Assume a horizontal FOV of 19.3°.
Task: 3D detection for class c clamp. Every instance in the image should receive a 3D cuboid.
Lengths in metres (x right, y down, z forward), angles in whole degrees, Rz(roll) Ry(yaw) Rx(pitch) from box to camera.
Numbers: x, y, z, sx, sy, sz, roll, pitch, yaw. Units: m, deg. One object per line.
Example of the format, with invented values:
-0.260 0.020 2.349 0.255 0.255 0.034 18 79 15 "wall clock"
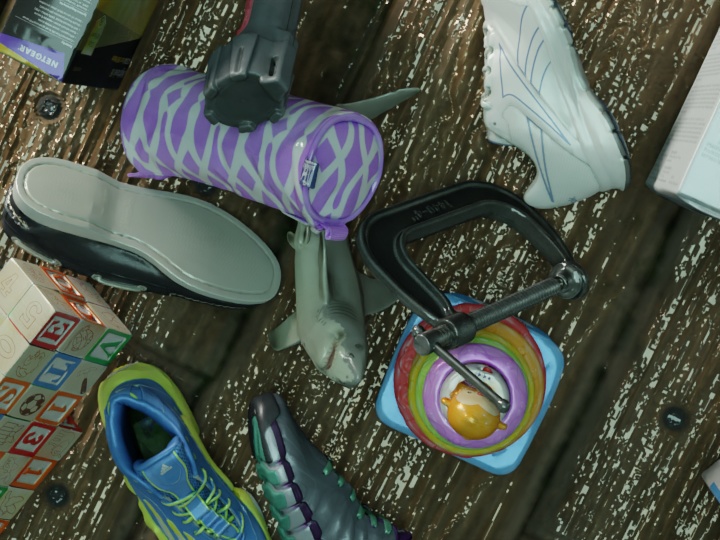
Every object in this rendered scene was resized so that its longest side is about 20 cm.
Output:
0.084 0.009 1.418 0.171 0.200 0.027 40 129 19 "c clamp"

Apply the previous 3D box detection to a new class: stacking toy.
0.074 0.083 1.415 0.116 0.200 0.110 24 95 1 "stacking toy"

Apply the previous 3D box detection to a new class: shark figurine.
-0.005 -0.015 1.487 0.089 0.128 0.215 8 76 -23 "shark figurine"

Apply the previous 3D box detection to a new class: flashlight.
-0.069 -0.173 1.410 0.068 0.200 0.068 10 137 0 "flashlight"

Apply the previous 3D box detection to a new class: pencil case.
-0.074 -0.082 1.425 0.200 0.084 0.086 20 109 41 "pencil case"

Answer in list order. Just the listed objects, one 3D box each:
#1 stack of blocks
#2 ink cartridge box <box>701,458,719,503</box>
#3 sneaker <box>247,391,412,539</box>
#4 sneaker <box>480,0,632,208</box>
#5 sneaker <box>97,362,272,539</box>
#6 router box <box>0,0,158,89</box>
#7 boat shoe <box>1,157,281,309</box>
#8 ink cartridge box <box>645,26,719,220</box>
-0.248 0.095 1.456 0.200 0.115 0.059 -51 59 11 "stack of blocks"
0.348 0.187 1.446 0.125 0.129 0.200 -39 91 5 "ink cartridge box"
-0.016 0.171 1.499 0.087 0.074 0.201 -20 102 -10 "sneaker"
0.115 -0.134 1.465 0.087 0.075 0.200 -25 92 9 "sneaker"
-0.127 0.160 1.476 0.076 0.105 0.200 -34 91 4 "sneaker"
-0.167 -0.202 1.405 0.052 0.200 0.158 26 95 1 "router box"
-0.155 -0.016 1.487 0.199 0.060 0.074 18 51 -15 "boat shoe"
0.258 -0.134 1.411 0.057 0.163 0.200 28 94 -1 "ink cartridge box"
